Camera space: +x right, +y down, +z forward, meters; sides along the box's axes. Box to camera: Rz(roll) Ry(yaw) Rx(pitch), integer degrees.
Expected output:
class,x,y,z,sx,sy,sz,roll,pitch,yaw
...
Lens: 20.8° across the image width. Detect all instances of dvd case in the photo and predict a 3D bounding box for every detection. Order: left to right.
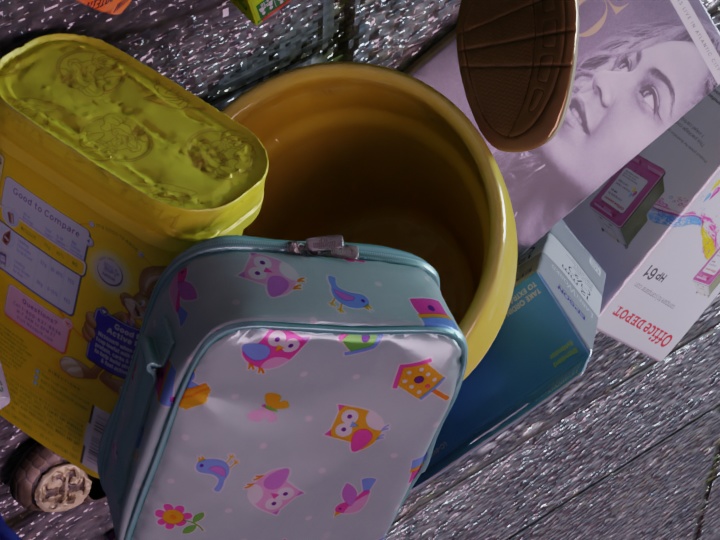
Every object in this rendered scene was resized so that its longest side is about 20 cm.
class,x,y,z,sx,sy,sz,roll,pitch,yaw
dvd case,0.135,-0.126,1.254,0.200,0.016,0.149,-40,116,-9

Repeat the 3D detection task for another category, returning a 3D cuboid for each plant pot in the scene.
class,x,y,z,sx,sy,sz,roll,pitch,yaw
plant pot,0.000,0.000,1.163,0.201,0.201,0.189,-45,164,-1

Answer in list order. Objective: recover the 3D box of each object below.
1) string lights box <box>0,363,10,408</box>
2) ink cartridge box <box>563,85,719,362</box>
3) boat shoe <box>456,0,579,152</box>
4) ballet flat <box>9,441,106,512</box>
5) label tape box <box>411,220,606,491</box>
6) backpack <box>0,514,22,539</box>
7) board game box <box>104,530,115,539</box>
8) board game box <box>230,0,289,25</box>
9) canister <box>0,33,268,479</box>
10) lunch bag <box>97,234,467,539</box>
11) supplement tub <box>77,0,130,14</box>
class,x,y,z,sx,sy,sz,roll,pitch,yaw
string lights box,-0.268,0.022,0.935,0.059,0.104,0.199,-32,155,29
ink cartridge box,0.234,-0.041,1.463,0.200,0.085,0.144,-51,148,10
boat shoe,0.095,-0.163,1.105,0.069,0.073,0.202,15,73,-67
ballet flat,-0.131,0.111,1.252,0.199,0.046,0.068,-18,138,-37
label tape box,0.083,0.051,1.289,0.143,0.066,0.200,-37,-174,19
backpack,-0.266,0.241,1.137,0.167,0.162,0.201,6,121,-55
board game box,-0.126,0.274,1.370,0.032,0.120,0.201,-32,145,-20
board game box,-0.001,-0.229,1.022,0.199,0.048,0.102,-38,147,-12
canister,-0.138,-0.001,1.026,0.086,0.148,0.201,-41,157,-47
lunch bag,-0.045,0.069,0.978,0.159,0.077,0.201,6,130,-22
supplement tub,-0.089,-0.222,0.861,0.201,0.122,0.122,-54,147,12
